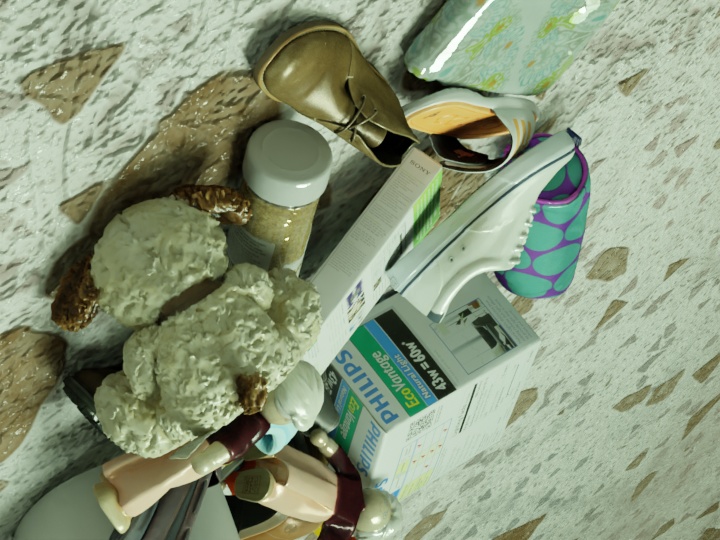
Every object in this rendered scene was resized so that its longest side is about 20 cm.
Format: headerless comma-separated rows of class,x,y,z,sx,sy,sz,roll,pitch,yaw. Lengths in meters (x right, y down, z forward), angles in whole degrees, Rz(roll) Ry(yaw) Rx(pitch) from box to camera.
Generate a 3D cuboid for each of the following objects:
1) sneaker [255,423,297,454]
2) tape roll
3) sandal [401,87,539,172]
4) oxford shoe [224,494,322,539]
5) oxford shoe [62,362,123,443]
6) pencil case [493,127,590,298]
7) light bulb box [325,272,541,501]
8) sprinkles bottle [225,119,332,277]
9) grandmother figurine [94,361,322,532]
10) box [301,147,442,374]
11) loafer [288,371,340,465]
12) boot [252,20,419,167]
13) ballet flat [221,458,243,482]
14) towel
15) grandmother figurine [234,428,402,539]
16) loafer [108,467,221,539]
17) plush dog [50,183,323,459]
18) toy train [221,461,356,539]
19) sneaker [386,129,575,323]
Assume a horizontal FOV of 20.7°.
sneaker,-0.102,0.104,1.657,0.200,0.074,0.082,40,70,-53
tape roll,-0.199,0.280,1.765,0.201,0.140,0.203,-16,144,-12
sandal,0.091,-0.110,1.659,0.079,0.060,0.206,-18,172,27
oxford shoe,-0.119,0.253,1.899,0.199,0.072,0.071,-18,137,40
oxford shoe,-0.187,0.095,1.626,0.084,0.073,0.200,-46,168,5
pencil case,0.170,-0.051,1.883,0.085,0.093,0.200,-31,155,-15
light bulb box,0.050,0.122,1.957,0.199,0.125,0.199,-28,154,-27
sprinkles bottle,-0.073,-0.031,1.578,0.068,0.068,0.201,-26,153,-31
grandmother figurine,-0.117,0.137,1.580,0.199,0.061,0.121,-32,-165,3
box,0.000,0.000,1.696,0.200,0.036,0.144,-51,169,-12
loafer,-0.049,0.123,1.853,0.073,0.072,0.200,-54,168,-28
boot,-0.011,-0.131,1.494,0.074,0.076,0.200,-44,155,12
ballet flat,-0.188,0.223,1.880,0.200,0.046,0.067,-44,177,19
towel,0.141,-0.218,1.610,0.172,0.048,0.199,-52,154,22
grandmother figurine,-0.032,0.209,1.815,0.199,0.060,0.122,26,73,-46
loafer,-0.152,0.183,1.695,0.072,0.063,0.201,-41,-164,49
plush dog,-0.133,0.029,1.473,0.199,0.172,0.160,-35,-173,-9
toy train,-0.053,0.250,1.950,0.056,0.149,0.201,-49,123,-37
sneaker,0.116,-0.036,1.697,0.200,0.071,0.073,-42,180,5
